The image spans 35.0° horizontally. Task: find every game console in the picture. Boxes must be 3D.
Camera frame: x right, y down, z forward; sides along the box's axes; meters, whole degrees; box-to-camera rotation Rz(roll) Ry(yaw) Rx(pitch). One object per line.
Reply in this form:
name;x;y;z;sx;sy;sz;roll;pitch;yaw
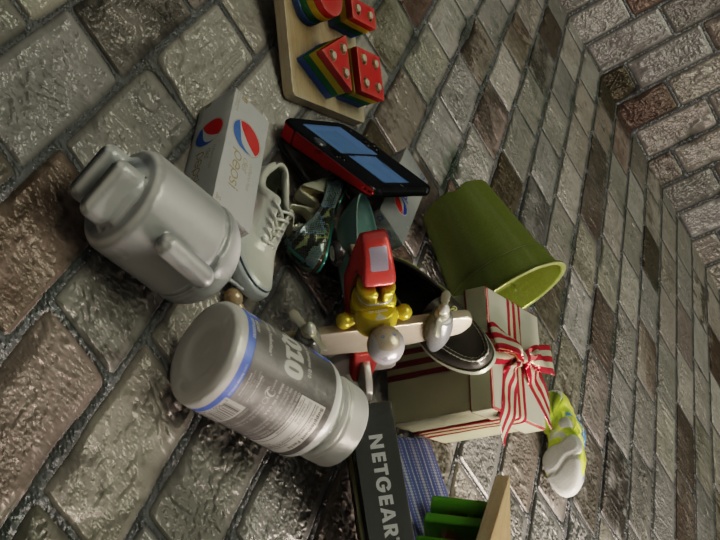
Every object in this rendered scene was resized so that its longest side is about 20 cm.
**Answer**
game console;-0.005;-0.156;1.591;0.176;0.031;0.199;34;18;21

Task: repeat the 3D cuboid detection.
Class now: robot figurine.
robot figurine;-0.199;-0.042;1.159;0.200;0.113;0.170;40;7;-38

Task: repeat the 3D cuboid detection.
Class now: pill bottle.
pill bottle;-0.091;0.125;1.196;0.199;0.113;0.115;33;40;-35

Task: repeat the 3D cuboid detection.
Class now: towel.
towel;0.059;0.285;1.466;0.199;0.024;0.147;15;54;-59

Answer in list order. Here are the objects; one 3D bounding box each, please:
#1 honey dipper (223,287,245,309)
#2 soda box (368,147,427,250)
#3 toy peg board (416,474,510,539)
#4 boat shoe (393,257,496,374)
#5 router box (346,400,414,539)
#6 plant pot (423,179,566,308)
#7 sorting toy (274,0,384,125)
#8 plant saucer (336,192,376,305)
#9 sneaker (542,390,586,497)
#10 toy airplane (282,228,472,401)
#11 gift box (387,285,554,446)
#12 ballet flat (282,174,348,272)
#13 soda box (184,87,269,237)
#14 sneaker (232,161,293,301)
honey dipper;-0.100;0.109;1.301;0.203;0.038;0.038;63;27;-1
soda box;0.042;-0.102;1.696;0.069;0.063;0.201;55;29;-21
toy peg board;0.123;0.387;1.407;0.200;0.096;0.203;-54;144;-61
boat shoe;0.090;0.056;1.452;0.201;0.072;0.061;39;-17;32
router box;0.022;0.271;1.282;0.158;0.051;0.203;94;-12;-61
plant pot;0.192;-0.032;1.812;0.199;0.199;0.192;6;50;-59
sorting toy;-0.041;-0.339;1.692;0.198;0.069;0.204;10;71;-58
plant saucer;0.000;0.000;1.510;0.200;0.035;0.204;-8;90;-80
sneaker;0.355;0.301;1.921;0.105;0.075;0.203;42;34;-39
toy airplane;0.012;0.074;1.352;0.199;0.200;0.142;41;9;-33
gift box;0.156;0.147;1.545;0.183;0.184;0.204;19;61;-54
ballet flat;-0.061;-0.079;1.499;0.075;0.073;0.201;52;26;-24
soda box;-0.161;-0.121;1.347;0.068;0.063;0.202;45;33;-34
sneaker;-0.117;-0.056;1.352;0.073;0.070;0.202;39;33;-39
